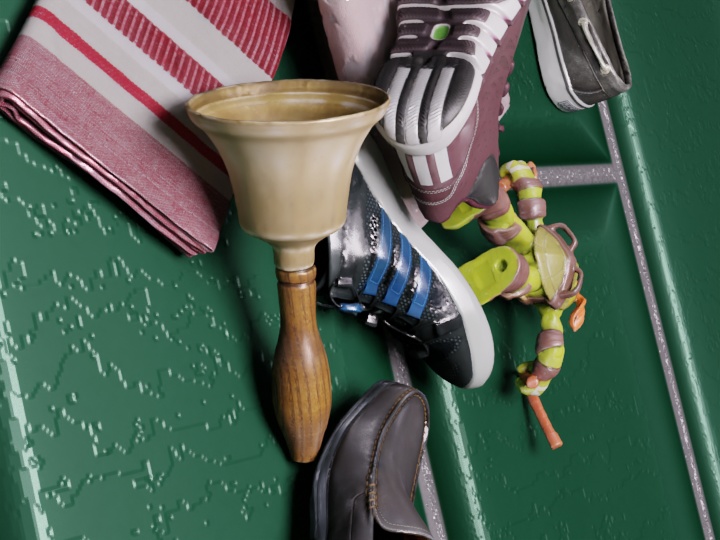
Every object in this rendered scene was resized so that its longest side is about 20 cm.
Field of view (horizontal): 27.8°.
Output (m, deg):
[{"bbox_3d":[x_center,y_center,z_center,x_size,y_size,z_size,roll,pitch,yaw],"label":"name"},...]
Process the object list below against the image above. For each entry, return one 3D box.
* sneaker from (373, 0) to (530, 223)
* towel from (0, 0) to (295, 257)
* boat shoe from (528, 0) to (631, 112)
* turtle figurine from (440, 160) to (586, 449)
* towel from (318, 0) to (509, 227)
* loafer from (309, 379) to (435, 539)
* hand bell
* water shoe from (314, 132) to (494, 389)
[{"bbox_3d":[0.059,-0.107,0.859,0.116,0.076,0.200,75,30,-42],"label":"sneaker"},{"bbox_3d":[-0.109,-0.122,0.782,0.144,0.023,0.200,41,47,-31],"label":"towel"},{"bbox_3d":[0.161,-0.224,1.106,0.071,0.064,0.200,-12,86,-51],"label":"boat shoe"},{"bbox_3d":[0.110,0.007,0.936,0.161,0.064,0.200,27,59,-59],"label":"turtle figurine"},{"bbox_3d":[0.032,-0.150,0.908,0.191,0.032,0.200,-54,133,-51],"label":"towel"},{"bbox_3d":[0.010,0.145,0.776,0.073,0.072,0.200,56,42,-41],"label":"loafer"},{"bbox_3d":[-0.035,0.008,0.765,0.104,0.104,0.200,-26,121,-51],"label":"hand bell"},{"bbox_3d":[0.000,0.000,0.845,0.079,0.071,0.200,-41,106,-26],"label":"water shoe"}]
